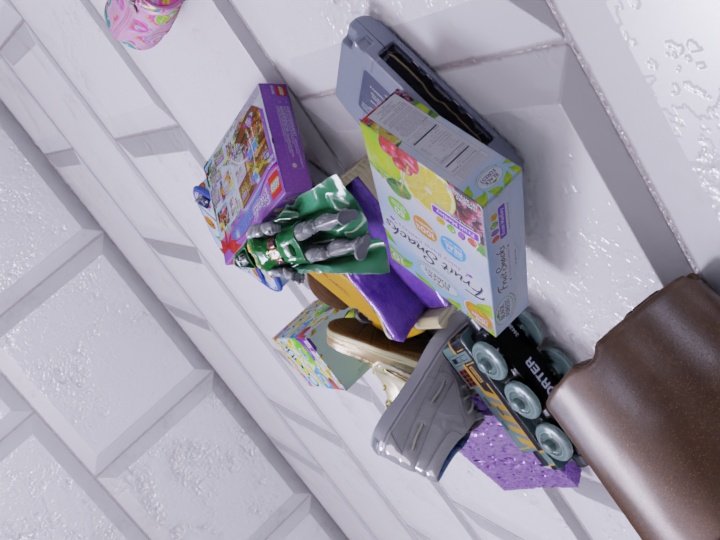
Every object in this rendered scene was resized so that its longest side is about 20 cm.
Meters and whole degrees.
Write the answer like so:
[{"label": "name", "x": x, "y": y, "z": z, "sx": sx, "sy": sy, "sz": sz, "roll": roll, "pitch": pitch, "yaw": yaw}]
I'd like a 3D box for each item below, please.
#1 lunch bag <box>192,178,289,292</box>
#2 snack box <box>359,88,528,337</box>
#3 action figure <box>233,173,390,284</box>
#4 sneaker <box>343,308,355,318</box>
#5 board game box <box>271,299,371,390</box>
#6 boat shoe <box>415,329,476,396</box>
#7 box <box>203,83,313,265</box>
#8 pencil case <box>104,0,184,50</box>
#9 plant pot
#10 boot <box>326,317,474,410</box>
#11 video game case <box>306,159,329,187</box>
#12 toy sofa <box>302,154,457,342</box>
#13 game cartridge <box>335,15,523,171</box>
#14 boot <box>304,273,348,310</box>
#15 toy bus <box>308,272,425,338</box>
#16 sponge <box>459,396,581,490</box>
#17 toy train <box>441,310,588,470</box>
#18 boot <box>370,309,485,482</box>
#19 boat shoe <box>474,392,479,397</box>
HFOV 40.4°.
[{"label": "lunch bag", "x": -0.173, "y": -0.063, "z": 1.516, "sx": 0.160, "sy": 0.076, "sz": 0.201, "roll": 33, "pitch": 158, "yaw": 35}, {"label": "snack box", "x": 0.078, "y": -0.045, "z": 0.858, "sx": 0.142, "sy": 0.053, "sz": 0.201, "roll": 40, "pitch": 161, "yaw": 30}, {"label": "action figure", "x": -0.071, "y": -0.028, "z": 1.063, "sx": 0.199, "sy": 0.055, "sz": 0.119, "roll": -12, "pitch": 110, "yaw": 45}, {"label": "sneaker", "x": 0.035, "y": 0.096, "z": 1.354, "sx": 0.083, "sy": 0.074, "sz": 0.200, "roll": 34, "pitch": 168, "yaw": 33}, {"label": "board game box", "x": -0.048, "y": 0.111, "z": 1.523, "sx": 0.103, "sy": 0.105, "sz": 0.200, "roll": 51, "pitch": 162, "yaw": -8}, {"label": "boat shoe", "x": 0.087, "y": 0.117, "z": 1.261, "sx": 0.200, "sy": 0.074, "sz": 0.065, "roll": 41, "pitch": 149, "yaw": -10}, {"label": "box", "x": -0.125, "y": -0.109, "z": 1.158, "sx": 0.200, "sy": 0.039, "sz": 0.138, "roll": -41, "pitch": 59, "yaw": 54}, {"label": "pencil case", "x": -0.249, "y": -0.319, "z": 1.140, "sx": 0.088, "sy": 0.087, "sz": 0.200, "roll": 52, "pitch": 163, "yaw": -13}, {"label": "plant pot", "x": 0.252, "y": 0.123, "z": 0.702, "sx": 0.199, "sy": 0.199, "sz": 0.201, "roll": 50, "pitch": 164, "yaw": 19}, {"label": "boot", "x": 0.037, "y": 0.153, "z": 1.219, "sx": 0.198, "sy": 0.157, "sz": 0.073, "roll": 18, "pitch": -156, "yaw": 0}, {"label": "video game case", "x": -0.028, "y": -0.055, "z": 1.262, "sx": 0.200, "sy": 0.023, "sz": 0.183, "roll": 40, "pitch": 160, "yaw": 28}, {"label": "toy sofa", "x": 0.028, "y": -0.021, "z": 1.075, "sx": 0.201, "sy": 0.097, "sz": 0.083, "roll": 52, "pitch": 163, "yaw": -7}, {"label": "game cartridge", "x": 0.057, "y": -0.125, "z": 0.886, "sx": 0.200, "sy": 0.041, "sz": 0.133, "roll": 46, "pitch": 159, "yaw": 10}, {"label": "boot", "x": -0.084, "y": -0.050, "z": 1.277, "sx": 0.146, "sy": 0.070, "sz": 0.201, "roll": 39, "pitch": 160, "yaw": 45}, {"label": "toy bus", "x": 0.000, "y": 0.000, "z": 1.148, "sx": 0.199, "sy": 0.079, "sz": 0.065, "roll": 40, "pitch": 157, "yaw": -9}, {"label": "sponge", "x": 0.172, "y": 0.211, "z": 1.175, "sx": 0.111, "sy": 0.030, "sz": 0.200, "roll": -11, "pitch": 139, "yaw": 39}, {"label": "toy train", "x": 0.172, "y": 0.124, "z": 1.031, "sx": 0.201, "sy": 0.085, "sz": 0.114, "roll": 52, "pitch": 155, "yaw": -1}, {"label": "boot", "x": 0.101, "y": 0.142, "z": 1.095, "sx": 0.095, "sy": 0.201, "sz": 0.074, "roll": 26, "pitch": 156, "yaw": 21}, {"label": "boat shoe", "x": 0.170, "y": 0.161, "z": 1.166, "sx": 0.073, "sy": 0.063, "sz": 0.200, "roll": 46, "pitch": 162, "yaw": 14}]
